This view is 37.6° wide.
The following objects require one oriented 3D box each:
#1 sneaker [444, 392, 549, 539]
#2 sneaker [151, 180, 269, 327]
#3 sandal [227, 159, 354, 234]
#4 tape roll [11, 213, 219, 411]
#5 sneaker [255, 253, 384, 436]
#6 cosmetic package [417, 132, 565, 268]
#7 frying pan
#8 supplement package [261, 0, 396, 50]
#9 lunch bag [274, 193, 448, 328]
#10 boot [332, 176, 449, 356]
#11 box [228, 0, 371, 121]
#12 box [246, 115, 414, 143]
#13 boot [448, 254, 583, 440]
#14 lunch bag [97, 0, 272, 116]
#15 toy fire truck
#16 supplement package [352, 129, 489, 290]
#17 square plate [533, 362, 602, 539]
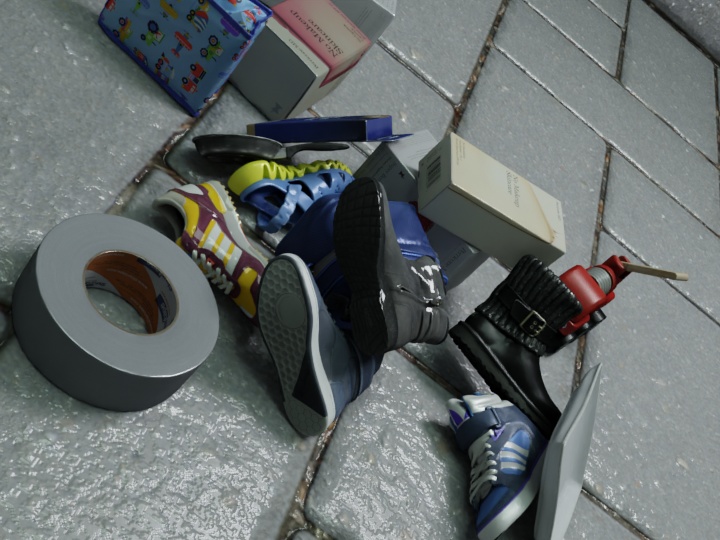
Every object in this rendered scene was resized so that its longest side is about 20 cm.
[{"bbox_3d":[0.144,0.224,1.270,0.146,0.081,0.200,40,37,8],"label":"sneaker"},{"bbox_3d":[-0.166,-0.009,1.206,0.090,0.075,0.200,-17,65,-36],"label":"sneaker"},{"bbox_3d":[-0.081,-0.093,1.373,0.199,0.079,0.087,-11,73,-44],"label":"sandal"},{"bbox_3d":[-0.245,0.040,1.070,0.200,0.066,0.201,28,38,-24],"label":"tape roll"},{"bbox_3d":[-0.040,0.062,1.188,0.146,0.077,0.203,-32,117,-53],"label":"sneaker"},{"bbox_3d":[0.173,-0.084,1.399,0.199,0.073,0.104,27,43,-25],"label":"cosmetic package"},{"bbox_3d":[-0.122,-0.151,1.352,0.189,0.115,0.031,6,85,-26],"label":"frying pan"},{"bbox_3d":[-0.050,-0.456,1.732,0.200,0.117,0.117,31,38,-18],"label":"supplement package"},{"bbox_3d":[0.000,0.000,1.295,0.199,0.136,0.133,3,51,-42],"label":"lunch bag"},{"bbox_3d":[0.039,-0.008,1.196,0.131,0.070,0.201,-11,99,-50],"label":"boot"},{"bbox_3d":[-0.093,-0.316,1.551,0.128,0.109,0.200,44,34,-1],"label":"box"},{"bbox_3d":[-0.037,-0.187,1.406,0.121,0.199,0.033,-32,122,-69],"label":"box"},{"bbox_3d":[0.232,0.101,1.368,0.211,0.158,0.079,52,-9,-7],"label":"boot"},{"bbox_3d":[-0.243,-0.329,1.376,0.200,0.151,0.094,38,35,-10],"label":"lunch bag"},{"bbox_3d":[0.360,0.029,1.571,0.129,0.200,0.176,53,36,14],"label":"toy fire truck"},{"bbox_3d":[0.089,-0.078,1.478,0.200,0.121,0.120,52,35,11],"label":"supplement package"},{"bbox_3d":[0.249,0.238,1.288,0.028,0.199,0.200,14,29,20],"label":"square plate"}]
